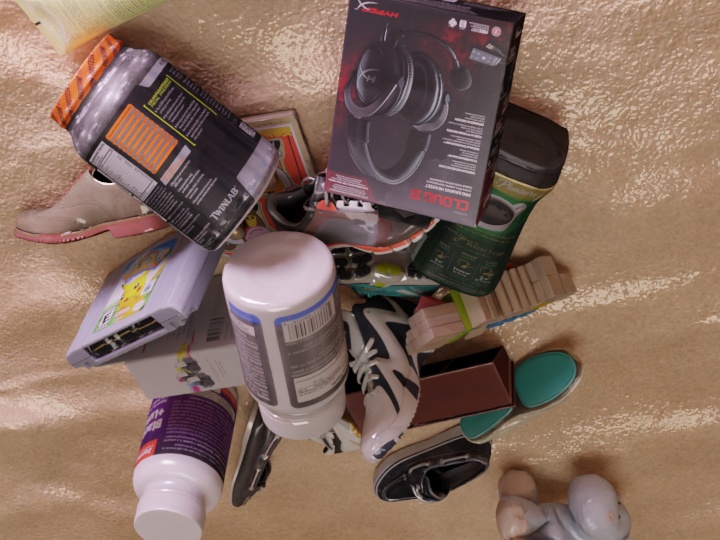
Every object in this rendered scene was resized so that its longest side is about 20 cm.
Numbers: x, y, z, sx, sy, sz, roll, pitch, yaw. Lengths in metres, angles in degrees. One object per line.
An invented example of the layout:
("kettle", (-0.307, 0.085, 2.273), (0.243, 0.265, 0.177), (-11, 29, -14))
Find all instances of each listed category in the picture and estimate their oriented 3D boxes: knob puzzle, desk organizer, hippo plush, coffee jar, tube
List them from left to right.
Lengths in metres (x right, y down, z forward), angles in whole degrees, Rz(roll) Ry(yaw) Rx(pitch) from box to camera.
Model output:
("tube", (-0.221, -0.254, 0.987), (0.197, 0.052, 0.059), (-15, 92, 26))
("knob puzzle", (-0.127, -0.068, 1.164), (0.215, 0.031, 0.222), (2, 134, 2))
("desk organizer", (0.079, 0.132, 1.309), (0.197, 0.072, 0.078), (-15, 129, 19))
("coffee jar", (0.128, -0.073, 1.095), (0.103, 0.086, 0.201), (21, 133, -5))
("hippo plush", (0.276, 0.353, 1.440), (0.158, 0.161, 0.201), (-13, 131, 18))

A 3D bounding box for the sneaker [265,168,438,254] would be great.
("sneaker", (-0.009, -0.064, 1.077), (0.197, 0.078, 0.082), (-13, 148, 28))

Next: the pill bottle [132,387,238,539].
("pill bottle", (-0.216, 0.230, 1.341), (0.109, 0.202, 0.113), (3, 135, 3))

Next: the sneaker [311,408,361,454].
("sneaker", (-0.062, 0.169, 1.354), (0.087, 0.076, 0.200), (-22, 127, 25))

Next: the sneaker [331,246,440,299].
("sneaker", (0.000, 0.000, 1.184), (0.196, 0.079, 0.080), (9, 146, -12))

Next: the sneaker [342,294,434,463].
("sneaker", (0.006, 0.102, 1.209), (0.128, 0.201, 0.080), (29, 151, -8))

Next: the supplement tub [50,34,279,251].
("supplement tub", (-0.185, -0.123, 1.040), (0.199, 0.123, 0.122), (38, 128, -13))

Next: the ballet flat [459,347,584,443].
("ballet flat", (0.202, 0.151, 1.333), (0.062, 0.069, 0.199), (9, 146, -44))

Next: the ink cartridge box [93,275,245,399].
("ink cartridge box", (-0.193, 0.075, 1.249), (0.196, 0.116, 0.068), (-10, 133, 16))

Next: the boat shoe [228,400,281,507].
("boat shoe", (-0.133, 0.253, 1.447), (0.056, 0.067, 0.202), (18, 131, 2))

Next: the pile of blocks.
("pile of blocks", (0.135, 0.030, 1.205), (0.197, 0.063, 0.082), (-18, 166, -9))

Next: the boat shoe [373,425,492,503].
("boat shoe", (0.092, 0.271, 1.443), (0.198, 0.069, 0.072), (-31, 124, 30))

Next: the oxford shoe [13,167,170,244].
("oxford shoe", (-0.287, -0.072, 1.166), (0.196, 0.070, 0.076), (-6, 103, 20))

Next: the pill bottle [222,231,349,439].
("pill bottle", (-0.070, 0.071, 1.116), (0.111, 0.115, 0.202), (-1, 131, 6))

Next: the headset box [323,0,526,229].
("headset box", (0.054, -0.139, 0.978), (0.146, 0.077, 0.204), (15, 112, 12))

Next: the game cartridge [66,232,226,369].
("game cartridge", (-0.233, 0.025, 1.189), (0.198, 0.134, 0.041), (-24, 121, 37))
